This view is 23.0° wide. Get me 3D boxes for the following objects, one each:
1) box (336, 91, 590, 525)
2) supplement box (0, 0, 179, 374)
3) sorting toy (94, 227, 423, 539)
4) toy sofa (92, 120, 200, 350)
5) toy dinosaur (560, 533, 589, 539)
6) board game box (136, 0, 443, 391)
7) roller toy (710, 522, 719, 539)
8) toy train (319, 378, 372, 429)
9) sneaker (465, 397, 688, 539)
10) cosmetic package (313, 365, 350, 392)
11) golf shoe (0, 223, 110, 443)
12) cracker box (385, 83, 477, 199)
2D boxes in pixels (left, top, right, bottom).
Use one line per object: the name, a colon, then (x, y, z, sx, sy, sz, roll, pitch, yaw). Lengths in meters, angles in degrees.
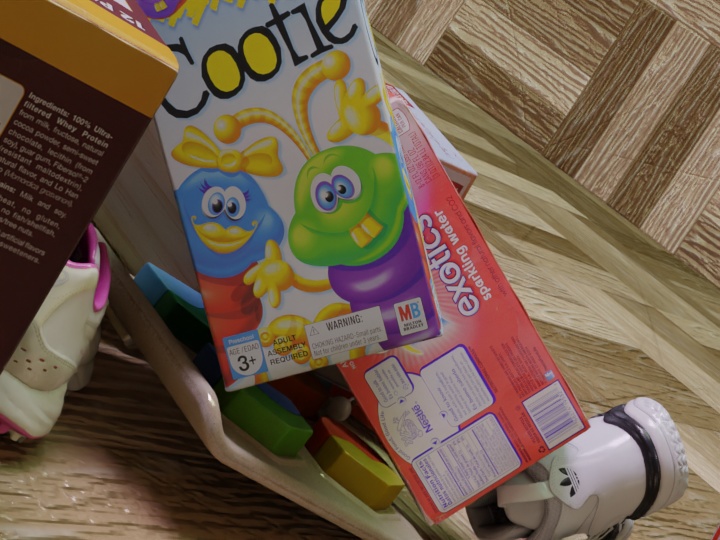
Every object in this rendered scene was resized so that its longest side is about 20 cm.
box: (0.024, 0.017, 0.932, 0.201, 0.102, 0.095, 58, -1, -10)
supplement box: (-0.192, -0.055, 0.689, 0.132, 0.201, 0.197, 27, 13, -27)
sorting toy: (-0.047, 0.066, 0.895, 0.200, 0.037, 0.185, 41, 4, -41)
toy sofa: (-0.143, -0.065, 0.942, 0.083, 0.097, 0.201, 46, -10, 51)
toy dinosaur: (0.123, 0.188, 0.914, 0.199, 0.058, 0.101, 22, 18, -45)
board game box: (-0.035, -0.062, 0.813, 0.105, 0.102, 0.202, -84, 160, -82)
roller toy: (0.308, 0.185, 1.111, 0.139, 0.183, 0.200, 34, 11, 4)
toy train: (-0.018, 0.036, 1.155, 0.200, 0.056, 0.150, 39, 13, 24)
sneaker: (0.106, 0.132, 1.026, 0.200, 0.114, 0.076, 121, -49, -69)
cosmetic package: (0.000, 0.000, 1.085, 0.103, 0.074, 0.200, 27, 19, -5)
golf shoe: (-0.144, 0.011, 0.826, 0.075, 0.092, 0.200, 30, 8, -12)
cracker box: (-0.042, -0.094, 1.060, 0.198, 0.058, 0.134, 20, 18, -28)
